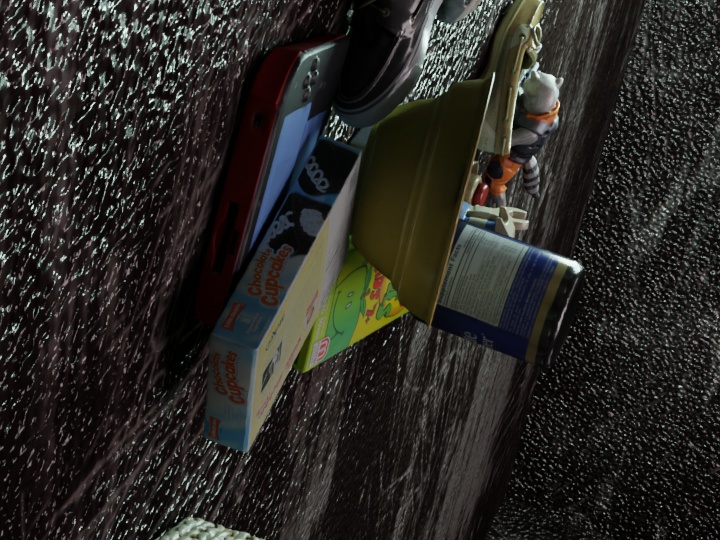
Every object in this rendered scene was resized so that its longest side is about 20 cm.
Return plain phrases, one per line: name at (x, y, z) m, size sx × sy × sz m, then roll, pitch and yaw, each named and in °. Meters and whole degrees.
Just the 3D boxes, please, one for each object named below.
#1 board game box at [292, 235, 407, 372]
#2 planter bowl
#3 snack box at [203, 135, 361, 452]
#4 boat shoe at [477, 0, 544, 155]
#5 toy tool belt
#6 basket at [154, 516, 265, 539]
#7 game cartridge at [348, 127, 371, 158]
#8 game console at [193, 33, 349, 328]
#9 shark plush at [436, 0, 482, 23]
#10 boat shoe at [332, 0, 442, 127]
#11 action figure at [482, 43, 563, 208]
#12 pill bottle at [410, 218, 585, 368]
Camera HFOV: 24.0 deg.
board game box at (0.000, 0.000, 1.397) m, size 0.199 × 0.047 × 0.103 m, roll -27°, pitch 136°, yaw -53°
planter bowl at (0.039, -0.062, 1.292) m, size 0.200 × 0.083 × 0.203 m, roll 14°, pitch 90°, yaw -87°
snack box at (-0.053, 0.015, 1.184) m, size 0.117 × 0.037 × 0.201 m, roll 99°, pitch 13°, yaw -48°
boat shoe at (0.171, -0.222, 1.897) m, size 0.073 × 0.063 × 0.202 m, roll 84°, pitch 28°, yaw -65°
toy tool belt at (0.132, -0.026, 1.892) m, size 0.126 × 0.122 × 0.201 m, roll 98°, pitch 16°, yaw -46°
basket at (-0.109, 0.305, 1.232) m, size 0.200 × 0.159 × 0.200 m, roll -24°, pitch 133°, yaw -73°
game cartridge at (0.020, -0.080, 1.510) m, size 0.200 × 0.040 × 0.134 m, roll -37°, pitch 141°, yaw -70°
game console at (-0.057, -0.064, 1.189) m, size 0.177 × 0.031 × 0.202 m, roll -34°, pitch 143°, yaw -70°
shark plush at (0.112, -0.314, 1.486) m, size 0.083 × 0.091 × 0.201 m, roll -21°, pitch 143°, yaw -34°
boat shoe at (0.026, -0.206, 1.270) m, size 0.201 × 0.070 × 0.066 m, roll -60°, pitch 142°, yaw -12°
action figure at (0.199, -0.177, 2.018) m, size 0.201 × 0.104 × 0.194 m, roll -60°, pitch 174°, yaw -34°
pill bottle at (0.115, 0.013, 1.688) m, size 0.112 × 0.198 × 0.113 m, roll 20°, pitch 90°, yaw -78°
